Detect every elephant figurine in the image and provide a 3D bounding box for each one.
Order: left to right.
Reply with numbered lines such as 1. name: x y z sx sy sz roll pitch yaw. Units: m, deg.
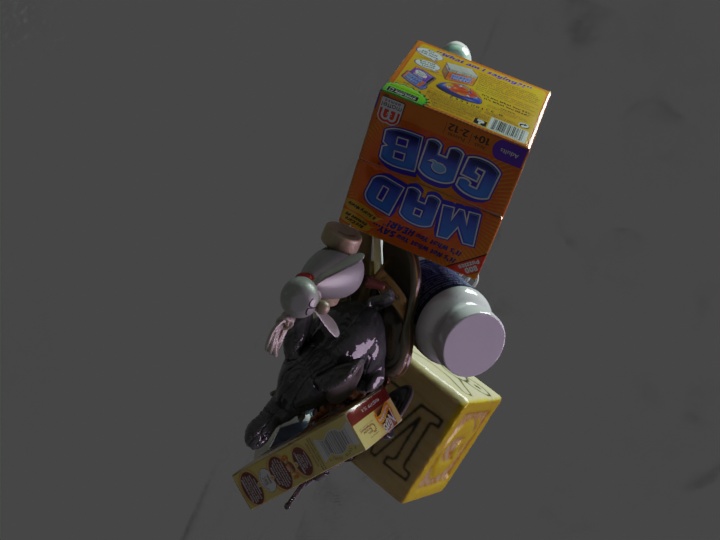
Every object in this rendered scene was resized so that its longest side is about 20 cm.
1. elephant figurine: -0.051 0.123 1.382 0.200 0.140 0.157 -27 113 -58

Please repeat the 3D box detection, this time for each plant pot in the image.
1. plant pot: 0.000 0.000 1.575 0.200 0.027 0.202 -178 -90 -89

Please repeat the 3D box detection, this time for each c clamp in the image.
1. c clamp: -0.006 0.236 1.498 0.200 0.027 0.171 -38 -171 23

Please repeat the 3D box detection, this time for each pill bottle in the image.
1. pill bottle: 0.111 0.060 1.505 0.200 0.115 0.117 44 -63 58

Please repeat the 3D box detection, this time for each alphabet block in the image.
1. alphabet block: 0.075 0.225 1.749 0.197 0.199 0.195 -58 157 11

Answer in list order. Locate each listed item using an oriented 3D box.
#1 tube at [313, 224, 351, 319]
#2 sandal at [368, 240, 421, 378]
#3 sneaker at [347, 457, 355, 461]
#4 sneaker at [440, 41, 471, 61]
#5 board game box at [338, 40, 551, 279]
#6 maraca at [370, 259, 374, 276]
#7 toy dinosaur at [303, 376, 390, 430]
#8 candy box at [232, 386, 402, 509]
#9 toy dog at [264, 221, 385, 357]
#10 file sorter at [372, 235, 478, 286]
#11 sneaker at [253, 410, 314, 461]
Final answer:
1. tube: -0.036 0.021 1.492 0.201 0.051 0.058 98 -22 -58
2. sandal: 0.038 0.042 1.464 0.080 0.054 0.202 -3 -99 59
3. sneaker: -0.027 0.224 1.660 0.200 0.116 0.076 -43 172 20
4. sneaker: 0.126 -0.270 1.753 0.118 0.073 0.202 -77 -170 -81
5. board game box: 0.114 -0.151 1.454 0.200 0.198 0.201 -59 170 -56
6. maraca: 0.017 0.047 1.785 0.200 0.106 0.138 27 53 -79
7. toy dinosaur: -0.012 0.174 1.526 0.136 0.199 0.103 37 -30 62
8. candy box: -0.055 0.227 1.400 0.199 0.056 0.115 -31 176 28
9. toy dog: -0.028 0.022 1.278 0.200 0.096 0.133 -62 172 -50
10. file sorter: 0.102 -0.043 1.709 0.200 0.123 0.140 33 52 -69
11. sneaker: -0.082 0.216 1.589 0.075 0.084 0.201 103 10 -62
